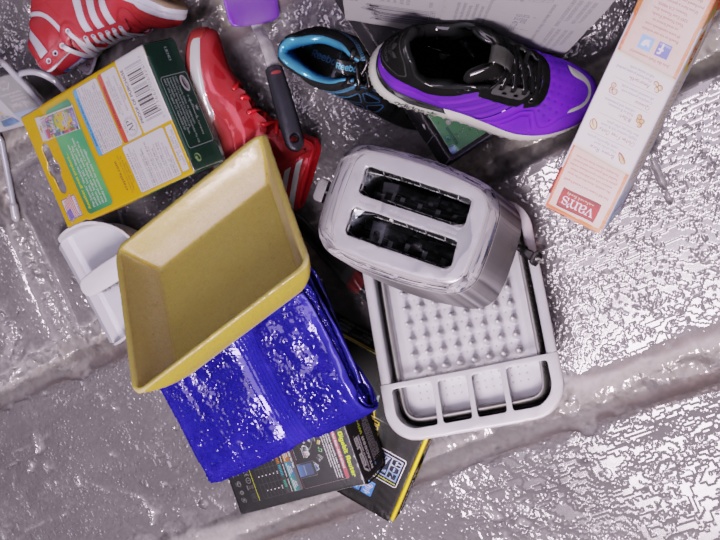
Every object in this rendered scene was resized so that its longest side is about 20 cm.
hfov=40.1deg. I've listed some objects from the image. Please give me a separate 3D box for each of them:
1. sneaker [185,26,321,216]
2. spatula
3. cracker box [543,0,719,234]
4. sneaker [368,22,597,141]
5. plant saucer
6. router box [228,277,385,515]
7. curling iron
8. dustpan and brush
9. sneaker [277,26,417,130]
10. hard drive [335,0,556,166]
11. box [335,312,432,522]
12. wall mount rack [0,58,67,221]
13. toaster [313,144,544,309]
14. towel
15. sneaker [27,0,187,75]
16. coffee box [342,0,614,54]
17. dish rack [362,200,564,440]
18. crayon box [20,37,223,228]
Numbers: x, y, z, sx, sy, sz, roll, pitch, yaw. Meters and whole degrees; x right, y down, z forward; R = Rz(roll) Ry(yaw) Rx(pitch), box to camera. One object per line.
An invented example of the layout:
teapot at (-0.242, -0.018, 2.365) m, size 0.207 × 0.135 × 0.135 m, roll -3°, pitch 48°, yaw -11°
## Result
sneaker at (-0.100, -0.151, 0.989) m, size 0.113 × 0.078 × 0.204 m, roll -11°, pitch 104°, yaw 11°
spatula at (-0.090, -0.209, 0.958) m, size 0.056 × 0.021 × 0.203 m, roll -14°, pitch 77°, yaw -15°
cracker box at (0.226, -0.140, 0.812) m, size 0.057 × 0.134 × 0.203 m, roll 27°, pitch 109°, yaw 14°
sneaker at (0.109, -0.157, 0.801) m, size 0.196 × 0.099 × 0.071 m, roll 7°, pitch 82°, yaw -10°
plant saucer at (-0.132, -0.002, 0.913) m, size 0.199 × 0.048 × 0.201 m, roll -37°, pitch 43°, yaw 13°
router box at (-0.078, 0.126, 0.980) m, size 0.148 × 0.062 × 0.203 m, roll -18°, pitch 93°, yaw 25°
curling iron at (0.000, 0.000, 0.996) m, size 0.199 × 0.026 × 0.050 m, roll 38°, pitch 96°, yaw 14°
dustpan and brush at (-0.251, -0.012, 1.074) m, size 0.198 × 0.057 × 0.141 m, roll -30°, pitch 89°, yaw 25°
sneaker at (0.014, -0.176, 0.920) m, size 0.197 × 0.082 × 0.074 m, roll 18°, pitch 105°, yaw 16°
hard drive at (0.077, -0.212, 0.875) m, size 0.139 × 0.038 × 0.202 m, roll -33°, pitch 87°, yaw -10°
box at (-0.018, 0.139, 1.019) m, size 0.198 × 0.049 × 0.162 m, roll 27°, pitch 112°, yaw 15°
wall mount rack at (-0.386, -0.144, 1.088) m, size 0.197 × 0.075 × 0.174 m, roll -4°, pitch 138°, yaw 36°
toaster at (0.057, -0.035, 0.859) m, size 0.197 × 0.129 × 0.115 m, roll 21°, pitch 91°, yaw 18°
towel at (-0.097, 0.103, 0.922) m, size 0.198 × 0.049 × 0.149 m, roll -28°, pitch 88°, yaw 24°
sneaker at (-0.268, -0.248, 1.026) m, size 0.197 × 0.071 × 0.114 m, roll 20°, pitch 104°, yaw 25°
coffee box at (0.094, -0.297, 0.750) m, size 0.196 × 0.200 × 0.202 m, roll 9°, pitch 91°, yaw 0°
dish rack at (0.095, 0.047, 0.927) m, size 0.169 × 0.043 × 0.204 m, roll -13°, pitch 81°, yaw 17°
crayon box at (-0.241, -0.133, 0.988) m, size 0.198 × 0.051 × 0.128 m, roll -17°, pitch 99°, yaw 35°
